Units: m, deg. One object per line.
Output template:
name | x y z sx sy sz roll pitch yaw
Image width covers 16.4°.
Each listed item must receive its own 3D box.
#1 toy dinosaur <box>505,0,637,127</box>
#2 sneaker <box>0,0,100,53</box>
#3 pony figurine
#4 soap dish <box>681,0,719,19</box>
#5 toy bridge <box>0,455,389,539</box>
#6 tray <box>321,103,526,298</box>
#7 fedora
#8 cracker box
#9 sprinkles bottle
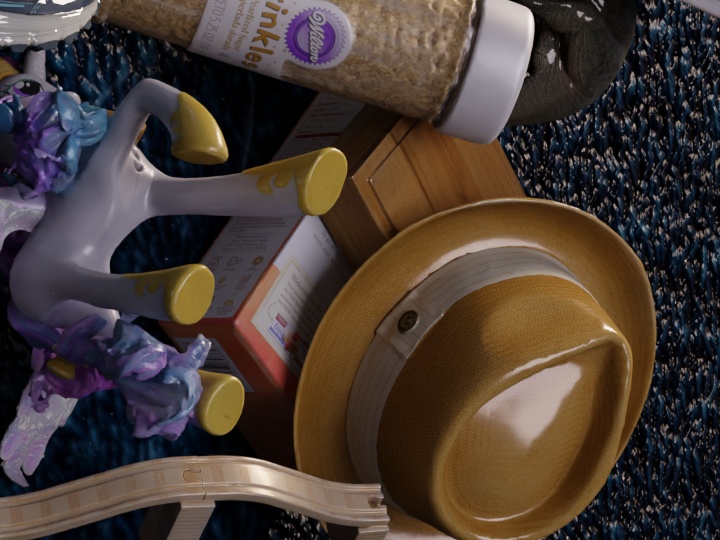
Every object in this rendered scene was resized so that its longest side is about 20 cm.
toy dinosaur | 0.117 -0.139 1.359 0.102 0.077 0.200 28 64 -29
sneaker | -0.186 -0.134 1.015 0.200 0.078 0.086 -4 105 -44
pony figurine | -0.124 -0.002 1.040 0.167 0.200 0.193 28 84 -50
soap dish | 0.158 -0.215 1.314 0.200 0.081 0.157 24 30 -20
toy bridge | -0.081 0.107 1.091 0.200 0.067 0.027 0 54 -22
tray | 0.052 0.003 1.231 0.099 0.037 0.200 -51 126 -35
fedora | 0.068 0.066 1.169 0.201 0.082 0.201 -9 112 -23
cracker box | 0.000 0.000 1.242 0.200 0.058 0.134 -56 128 -31
sprinkles bottle | -0.024 -0.117 1.142 0.200 0.068 0.068 17 74 -9
